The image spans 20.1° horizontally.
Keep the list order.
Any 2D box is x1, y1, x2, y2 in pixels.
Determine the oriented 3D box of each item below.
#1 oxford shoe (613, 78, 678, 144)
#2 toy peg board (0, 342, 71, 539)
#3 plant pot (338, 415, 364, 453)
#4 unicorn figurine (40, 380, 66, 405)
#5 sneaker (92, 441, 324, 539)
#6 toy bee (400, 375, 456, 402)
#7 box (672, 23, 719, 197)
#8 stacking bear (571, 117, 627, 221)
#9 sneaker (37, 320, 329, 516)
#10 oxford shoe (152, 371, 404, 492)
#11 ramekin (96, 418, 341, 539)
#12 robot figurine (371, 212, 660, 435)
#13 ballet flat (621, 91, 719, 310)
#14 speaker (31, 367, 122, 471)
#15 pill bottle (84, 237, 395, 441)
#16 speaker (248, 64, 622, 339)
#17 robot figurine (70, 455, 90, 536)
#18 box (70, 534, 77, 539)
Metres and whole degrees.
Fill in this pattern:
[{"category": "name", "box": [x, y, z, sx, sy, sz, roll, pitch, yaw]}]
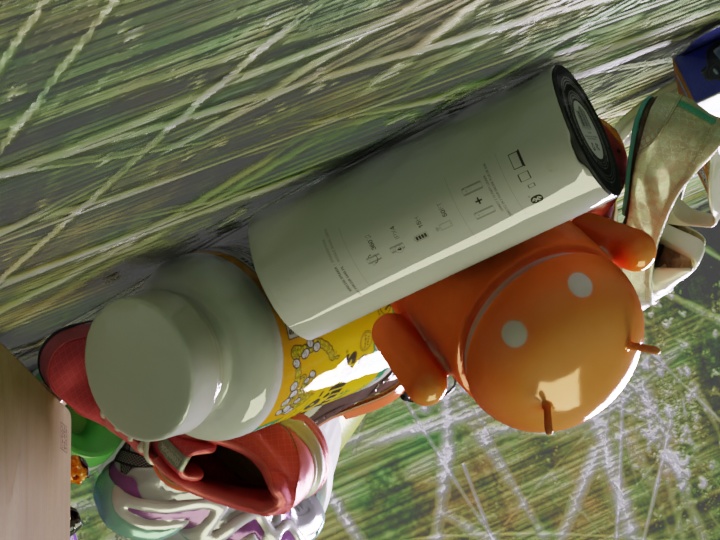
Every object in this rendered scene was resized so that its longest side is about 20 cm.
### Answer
[{"category": "oxford shoe", "box": [0.271, -0.125, 1.405, 0.199, 0.058, 0.075, -22, 178, 6]}, {"category": "toy peg board", "box": [-0.243, 0.163, 1.222, 0.097, 0.201, 0.199, -2, 163, 4]}, {"category": "plant pot", "box": [-0.082, 0.129, 1.927, 0.200, 0.187, 0.187, -38, 179, -15]}, {"category": "unicorn figurine", "box": [-0.129, 0.050, 1.393, 0.199, 0.074, 0.137, -7, 174, -5]}, {"category": "sneaker", "box": [-0.085, 0.139, 1.496, 0.199, 0.078, 0.140, 9, 123, -40]}, {"category": "toy bee", "box": [0.034, 0.012, 1.630, 0.130, 0.109, 0.200, -30, -157, -19]}, {"category": "box", "box": [0.264, -0.114, 1.295, 0.118, 0.042, 0.200, -24, 159, 5]}, {"category": "stacking bear", "box": [0.124, -0.043, 1.337, 0.113, 0.122, 0.200, -32, 167, -12]}, {"category": "sneaker", "box": [-0.115, 0.091, 1.269, 0.087, 0.199, 0.074, -52, 167, -70]}, {"category": "oxford shoe", "box": [-0.051, 0.080, 1.355, 0.199, 0.071, 0.073, -29, 159, -22]}, {"category": "ramekin", "box": [-0.107, 0.135, 1.644, 0.202, 0.203, 0.094, -26, -170, 26]}, {"category": "robot figurine", "box": [0.090, 0.015, 1.189, 0.143, 0.200, 0.117, 2, 120, -33]}, {"category": "ballet flat", "box": [0.191, -0.027, 1.272, 0.201, 0.062, 0.068, 91, 23, -52]}, {"category": "speaker", "box": [-0.257, 0.131, 1.506, 0.088, 0.089, 0.200, -18, 173, -46]}, {"category": "pill bottle", "box": [-0.068, 0.038, 1.225, 0.112, 0.113, 0.200, -27, 174, 37]}, {"category": "speaker", "box": [0.038, -0.035, 1.124, 0.199, 0.082, 0.081, -26, 175, 20]}, {"category": "robot figurine", "box": [-0.283, 0.150, 1.377, 0.199, 0.058, 0.146, -13, 132, -13]}, {"category": "box", "box": [-0.311, 0.199, 1.507, 0.198, 0.039, 0.137, 3, 152, 1]}]
